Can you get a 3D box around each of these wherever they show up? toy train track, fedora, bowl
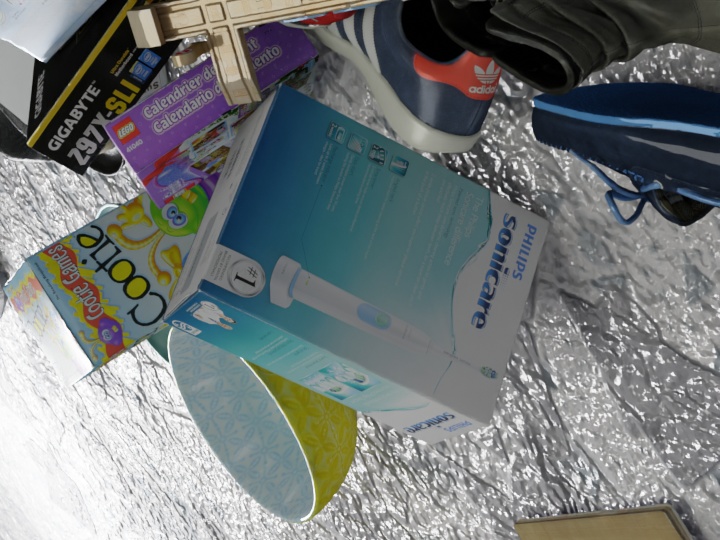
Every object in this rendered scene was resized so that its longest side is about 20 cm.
[{"bbox_3d":[-0.050,-0.152,0.838,0.199,0.033,0.115,-6,111,25],"label":"toy train track"},{"bbox_3d":[-0.310,-0.158,1.399,0.200,0.091,0.201,40,148,31],"label":"fedora"},{"bbox_3d":[-0.063,0.103,1.256,0.200,0.108,0.201,40,148,31],"label":"bowl"}]

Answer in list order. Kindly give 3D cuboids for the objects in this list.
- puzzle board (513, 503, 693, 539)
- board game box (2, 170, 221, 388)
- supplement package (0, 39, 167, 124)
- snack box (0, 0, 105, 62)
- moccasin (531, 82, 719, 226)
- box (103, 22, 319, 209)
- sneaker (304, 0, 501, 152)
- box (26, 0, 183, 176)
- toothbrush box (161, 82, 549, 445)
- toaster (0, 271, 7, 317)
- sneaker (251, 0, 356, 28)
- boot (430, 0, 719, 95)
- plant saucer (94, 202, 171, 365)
[{"bbox_3d":[0.204,0.238,1.066,0.151,0.017,0.200,58,153,-3],"label":"puzzle board"},{"bbox_3d":[-0.180,-0.003,1.237,0.103,0.200,0.105,57,153,-1],"label":"board game box"},{"bbox_3d":[-0.246,-0.221,1.204,0.117,0.117,0.200,36,145,33],"label":"supplement package"},{"bbox_3d":[-0.164,-0.254,0.936,0.068,0.201,0.169,27,154,-23],"label":"snack box"},{"bbox_3d":[0.164,-0.052,0.753,0.200,0.080,0.068,23,125,49],"label":"moccasin"},{"bbox_3d":[-0.097,-0.104,0.995,0.039,0.137,0.200,55,174,1],"label":"box"},{"bbox_3d":[0.021,-0.163,0.900,0.200,0.075,0.085,49,130,28],"label":"sneaker"},{"bbox_3d":[-0.163,-0.180,0.997,0.049,0.160,0.200,31,-156,-26],"label":"box"},{"bbox_3d":[0.000,0.000,0.919,0.199,0.147,0.085,25,157,-15],"label":"toothbrush box"},{"bbox_3d":[-0.546,0.034,1.947,0.114,0.129,0.200,54,152,4],"label":"toaster"},{"bbox_3d":[-0.020,-0.241,0.851,0.085,0.077,0.201,12,112,31],"label":"sneaker"},{"bbox_3d":[0.135,-0.112,0.686,0.200,0.130,0.068,32,144,40],"label":"boot"},{"bbox_3d":[-0.190,0.015,1.450,0.200,0.036,0.200,40,148,31],"label":"plant saucer"}]
